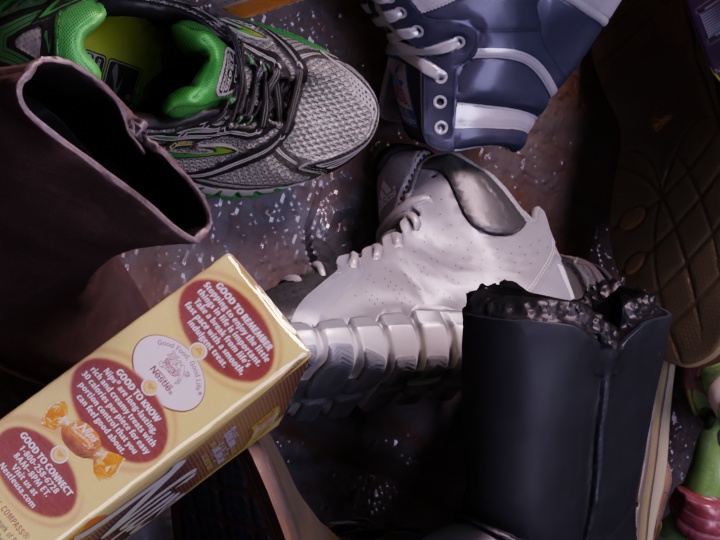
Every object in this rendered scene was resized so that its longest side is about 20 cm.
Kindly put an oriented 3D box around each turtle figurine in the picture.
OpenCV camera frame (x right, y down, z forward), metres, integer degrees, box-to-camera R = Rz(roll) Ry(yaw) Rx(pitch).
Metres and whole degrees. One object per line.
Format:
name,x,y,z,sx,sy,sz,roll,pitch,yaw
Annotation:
turtle figurine,0.217,0.086,1.410,0.144,0.200,0.194,-49,155,-64

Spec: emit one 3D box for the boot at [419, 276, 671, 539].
boot,0.043,0.090,1.214,0.200,0.076,0.168,-8,106,-36

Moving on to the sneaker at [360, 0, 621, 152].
sneaker,0.013,-0.123,1.282,0.200,0.070,0.109,27,96,-24

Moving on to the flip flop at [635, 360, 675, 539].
flip flop,0.114,0.109,1.393,0.058,0.081,0.200,30,68,-53

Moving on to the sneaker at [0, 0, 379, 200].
sneaker,-0.067,-0.071,1.206,0.200,0.085,0.078,6,90,-42

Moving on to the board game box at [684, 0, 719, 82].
board game box,0.207,-0.110,1.382,0.165,0.057,0.200,47,19,-34

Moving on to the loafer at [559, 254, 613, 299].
loafer,0.081,0.081,1.334,0.063,0.072,0.200,32,58,-48

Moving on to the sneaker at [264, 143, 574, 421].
sneaker,0.000,0.000,1.294,0.200,0.075,0.116,-1,66,-25

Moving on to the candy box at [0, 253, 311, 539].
candy box,-0.117,0.084,1.122,0.200,0.115,0.055,-36,82,-16

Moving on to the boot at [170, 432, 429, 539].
boot,-0.019,0.122,1.278,0.097,0.075,0.200,-42,130,-37

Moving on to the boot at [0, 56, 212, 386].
boot,-0.112,-0.012,1.117,0.200,0.166,0.072,46,65,-34

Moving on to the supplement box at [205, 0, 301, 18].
supplement box,-0.095,-0.198,1.148,0.200,0.074,0.126,25,76,-23

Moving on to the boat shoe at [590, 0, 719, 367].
boat shoe,0.160,-0.049,1.387,0.068,0.072,0.200,15,61,-46
